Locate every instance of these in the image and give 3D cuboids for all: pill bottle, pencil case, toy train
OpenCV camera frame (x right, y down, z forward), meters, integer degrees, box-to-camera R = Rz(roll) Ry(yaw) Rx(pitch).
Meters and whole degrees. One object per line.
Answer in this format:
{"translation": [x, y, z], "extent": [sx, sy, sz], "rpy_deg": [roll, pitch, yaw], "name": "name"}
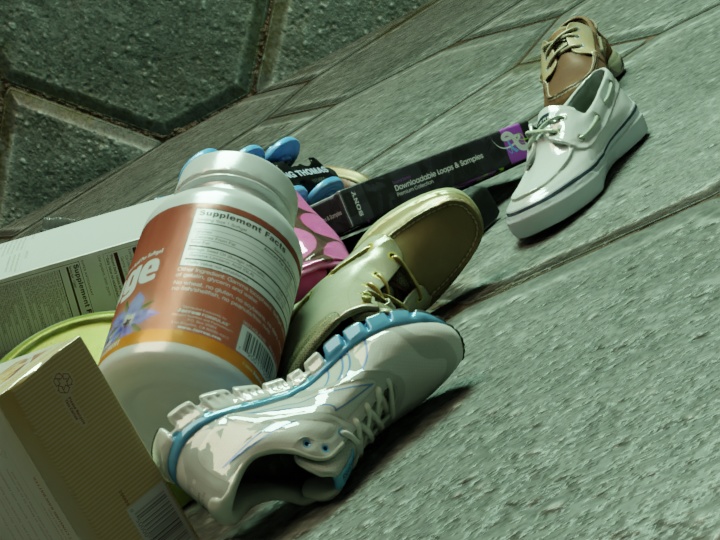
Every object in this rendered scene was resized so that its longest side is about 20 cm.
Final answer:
{"translation": [-0.100, 0.020, 1.370], "extent": [0.112, 0.112, 0.200], "rpy_deg": [-24, 36, 33], "name": "pill bottle"}
{"translation": [-0.061, -0.009, 1.579], "extent": [0.090, 0.094, 0.200], "rpy_deg": [8, 22, -25], "name": "pencil case"}
{"translation": [-0.096, -0.045, 1.799], "extent": [0.200, 0.087, 0.114], "rpy_deg": [-14, -41, -52], "name": "toy train"}

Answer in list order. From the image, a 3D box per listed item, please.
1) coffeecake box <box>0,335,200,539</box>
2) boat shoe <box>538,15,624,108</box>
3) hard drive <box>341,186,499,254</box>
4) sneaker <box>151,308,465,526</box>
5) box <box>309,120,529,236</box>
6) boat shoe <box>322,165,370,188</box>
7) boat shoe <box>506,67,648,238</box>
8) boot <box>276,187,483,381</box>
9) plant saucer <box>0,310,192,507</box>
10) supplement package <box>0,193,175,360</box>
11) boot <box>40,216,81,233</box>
{"translation": [-0.207, 0.139, 1.259], "extent": [0.200, 0.154, 0.073], "rpy_deg": [-18, 15, 48], "name": "coffeecake box"}
{"translation": [0.188, -0.182, 1.880], "extent": [0.076, 0.072, 0.200], "rpy_deg": [-28, 11, 15], "name": "boat shoe"}
{"translation": [0.000, 0.000, 1.664], "extent": [0.200, 0.033, 0.140], "rpy_deg": [-21, 14, 42], "name": "hard drive"}
{"translation": [-0.016, 0.095, 1.229], "extent": [0.200, 0.075, 0.087], "rpy_deg": [-27, 42, -18], "name": "sneaker"}
{"translation": [0.031, -0.064, 1.728], "extent": [0.200, 0.036, 0.143], "rpy_deg": [-20, -1, -31], "name": "box"}
{"translation": [-0.057, -0.047, 1.990], "extent": [0.200, 0.072, 0.072], "rpy_deg": [-6, 55, 42], "name": "boat shoe"}
{"translation": [0.151, -0.091, 1.579], "extent": [0.073, 0.067, 0.200], "rpy_deg": [-24, 13, 34], "name": "boat shoe"}
{"translation": [0.016, 0.023, 1.407], "extent": [0.200, 0.072, 0.155], "rpy_deg": [-39, 11, -6], "name": "boot"}
{"translation": [-0.178, 0.094, 1.412], "extent": [0.199, 0.031, 0.200], "rpy_deg": [-5, 44, 5], "name": "plant saucer"}
{"translation": [-0.207, 0.046, 1.591], "extent": [0.199, 0.148, 0.191], "rpy_deg": [-16, 11, -3], "name": "supplement package"}
{"translation": [-0.267, 0.058, 1.810], "extent": [0.065, 0.201, 0.165], "rpy_deg": [13, -3, -4], "name": "boot"}
